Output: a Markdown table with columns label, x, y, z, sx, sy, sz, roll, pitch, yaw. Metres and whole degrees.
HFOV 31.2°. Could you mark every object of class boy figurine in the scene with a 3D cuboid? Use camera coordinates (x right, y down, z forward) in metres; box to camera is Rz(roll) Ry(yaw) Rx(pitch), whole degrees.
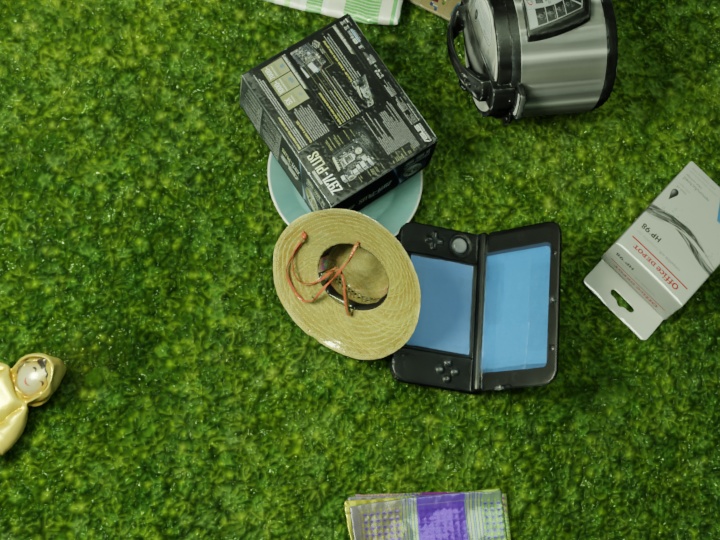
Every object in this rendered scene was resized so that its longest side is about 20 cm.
| label | x | y | z | sx | sy | sz | roll | pitch | yaw |
| --- | --- | --- | --- | --- | --- | --- | --- | --- | --- |
| boy figurine | -0.425 | 0.156 | 1.458 | 0.197 | 0.065 | 0.126 | -21 | 74 | -10 |

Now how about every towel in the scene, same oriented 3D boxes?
| label | x | y | z | sx | sy | sz | roll | pitch | yaw |
| --- | --- | --- | --- | --- | --- | --- | --- | --- | --- |
| towel | -0.032 | -0.407 | 1.706 | 0.197 | 0.023 | 0.155 | 13 | 73 | -2 |
| towel | 0.081 | 0.329 | 1.495 | 0.196 | 0.023 | 0.146 | -1 | 72 | -8 |

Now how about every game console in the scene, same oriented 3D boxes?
| label | x | y | z | sx | sy | sz | roll | pitch | yaw |
| --- | --- | --- | --- | --- | --- | --- | --- | --- | --- |
| game console | 0.137 | 0.035 | 1.541 | 0.173 | 0.116 | 0.203 | 10 | 71 | -17 |

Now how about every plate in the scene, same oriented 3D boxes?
| label | x | y | z | sx | sy | sz | roll | pitch | yaw |
| --- | --- | --- | --- | --- | --- | --- | --- | --- | --- |
| plate | -0.019 | -0.117 | 1.619 | 0.197 | 0.026 | 0.204 | 2 | 72 | -6 |

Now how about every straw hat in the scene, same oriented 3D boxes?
| label | x | y | z | sx | sy | sz | roll | pitch | yaw |
| --- | --- | --- | --- | --- | --- | --- | --- | --- | --- |
| straw hat | 0.000 | 0.000 | 1.541 | 0.201 | 0.202 | 0.085 | 43 | 35 | 7 |

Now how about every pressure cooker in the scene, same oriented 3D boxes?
| label | x | y | z | sx | sy | sz | roll | pitch | yaw |
| --- | --- | --- | --- | --- | --- | --- | --- | --- | --- |
| pressure cooker | 0.208 | -0.278 | 1.623 | 0.196 | 0.176 | 0.182 | -5 | 100 | -9 |

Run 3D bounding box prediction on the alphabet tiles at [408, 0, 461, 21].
| label | x | y | z | sx | sy | sz | roll | pitch | yaw |
| --- | --- | --- | --- | --- | --- | --- | --- | --- | --- |
| alphabet tiles | 0.142 | -0.409 | 1.743 | 0.198 | 0.006 | 0.168 | 26 | 71 | 1 |

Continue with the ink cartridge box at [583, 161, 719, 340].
| label | x | y | z | sx | sy | sz | roll | pitch | yaw |
| --- | --- | --- | --- | --- | --- | --- | --- | --- | --- |
| ink cartridge box | 0.389 | -0.024 | 1.624 | 0.116 | 0.067 | 0.200 | 43 | 72 | 6 |

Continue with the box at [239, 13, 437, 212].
| label | x | y | z | sx | sy | sz | roll | pitch | yaw |
| --- | --- | --- | --- | --- | --- | --- | --- | --- | --- |
| box | -0.029 | -0.182 | 1.579 | 0.163 | 0.086 | 0.201 | -33 | 79 | -16 |
